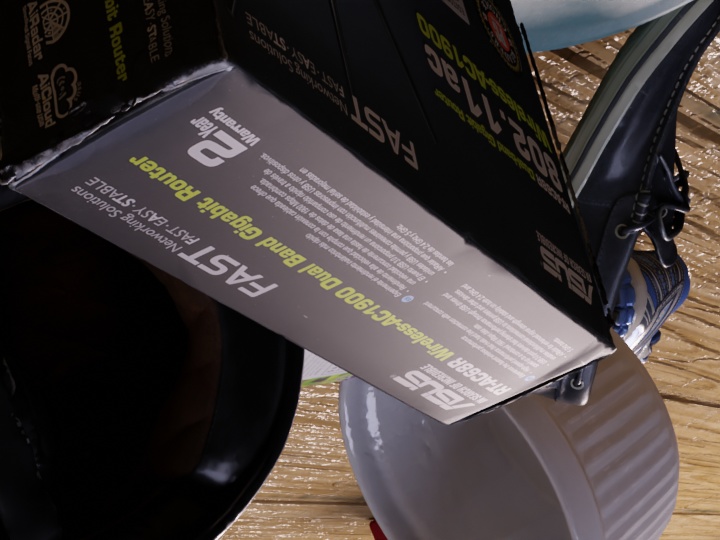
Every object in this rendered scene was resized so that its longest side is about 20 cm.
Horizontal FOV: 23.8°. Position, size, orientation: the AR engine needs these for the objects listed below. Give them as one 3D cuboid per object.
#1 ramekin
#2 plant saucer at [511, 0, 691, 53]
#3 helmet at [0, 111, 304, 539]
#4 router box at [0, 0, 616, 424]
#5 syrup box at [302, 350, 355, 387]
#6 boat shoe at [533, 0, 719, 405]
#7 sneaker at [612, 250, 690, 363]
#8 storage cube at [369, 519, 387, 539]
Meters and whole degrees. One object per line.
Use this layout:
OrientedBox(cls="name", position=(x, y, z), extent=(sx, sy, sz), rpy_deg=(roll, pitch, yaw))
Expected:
OrientedBox(cls="ramekin", position=(0.089, 0.104, 0.981), extent=(0.105, 0.201, 0.200), rpy_deg=(-29, 168, -31))
OrientedBox(cls="plant saucer", position=(0.086, -0.128, 0.589), extent=(0.199, 0.036, 0.200), rpy_deg=(-16, 160, -6))
OrientedBox(cls="helmet", position=(-0.129, 0.026, 0.575), extent=(0.199, 0.201, 0.190), rpy_deg=(-6, -175, -32))
OrientedBox(cls="router box", position=(-0.015, -0.060, 0.452), extent=(0.062, 0.151, 0.200), rpy_deg=(-26, 149, 23))
OrientedBox(cls="syrup box", position=(0.000, 0.000, 0.787), extent=(0.199, 0.079, 0.081), rpy_deg=(-8, 159, -28))
OrientedBox(cls="boat shoe", position=(0.110, -0.031, 0.716), extent=(0.201, 0.062, 0.075), rpy_deg=(-66, 176, 17))
OrientedBox(cls="sneaker", position=(0.141, 0.047, 1.057), extent=(0.085, 0.077, 0.200), rpy_deg=(-13, 161, -27))
OrientedBox(cls="storage cube", position=(0.142, 0.276, 1.526), extent=(0.179, 0.172, 0.200), rpy_deg=(-26, 160, 21))
